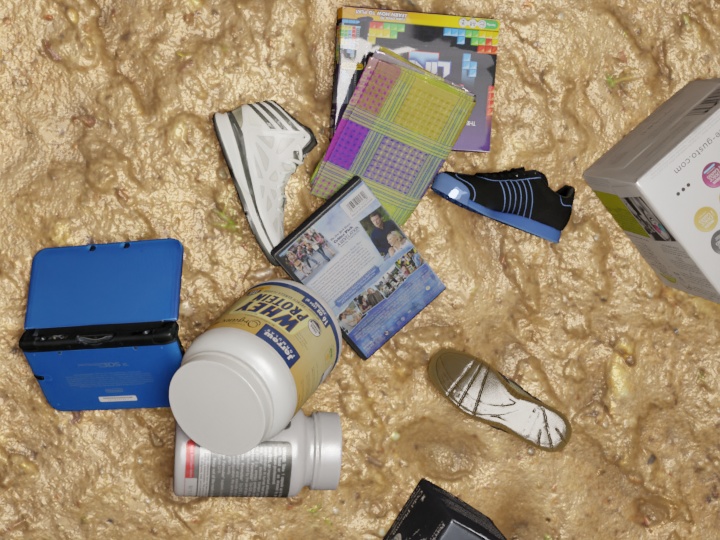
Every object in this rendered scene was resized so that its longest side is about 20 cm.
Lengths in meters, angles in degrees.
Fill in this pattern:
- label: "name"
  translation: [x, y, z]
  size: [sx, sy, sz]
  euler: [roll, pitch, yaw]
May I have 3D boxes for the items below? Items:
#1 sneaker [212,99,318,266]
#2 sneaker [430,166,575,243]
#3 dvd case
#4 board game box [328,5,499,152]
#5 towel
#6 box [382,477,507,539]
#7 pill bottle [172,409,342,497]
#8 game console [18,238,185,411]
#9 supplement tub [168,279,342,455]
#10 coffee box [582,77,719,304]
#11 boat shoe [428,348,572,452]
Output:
- label: "sneaker"
  translation: [-0.096, -0.112, 1.498]
  size: [0.115, 0.076, 0.201]
  euler: [-20, 96, -4]
- label: "sneaker"
  translation: [0.180, -0.099, 1.535]
  size: [0.199, 0.070, 0.078]
  euler: [19, 94, -29]
- label: "dvd case"
  translation: [0.000, 0.000, 1.522]
  size: [0.143, 0.018, 0.200]
  euler: [-41, 119, -3]
- label: "board game box"
  translation: [0.065, -0.234, 1.521]
  size: [0.199, 0.057, 0.166]
  euler: [2, 94, -9]
- label: "towel"
  translation: [0.038, -0.157, 1.485]
  size: [0.143, 0.023, 0.200]
  euler: [20, 115, -17]
- label: "box"
  translation: [0.088, 0.389, 1.515]
  size: [0.124, 0.197, 0.200]
  euler: [32, 90, -10]
- label: "pill bottle"
  translation: [-0.127, 0.220, 1.507]
  size: [0.199, 0.114, 0.114]
  euler: [3, 95, -9]
- label: "game console"
  translation: [-0.294, 0.068, 1.483]
  size: [0.199, 0.119, 0.171]
  euler: [-4, 128, 15]
- label: "supplement tub"
  translation: [-0.121, 0.111, 1.436]
  size: [0.144, 0.200, 0.145]
  euler: [10, 119, 20]
- label: "coffee box"
  translation: [0.432, -0.101, 1.516]
  size: [0.200, 0.200, 0.198]
  euler: [-40, 100, -3]
- label: "boat shoe"
  translation: [0.174, 0.170, 1.573]
  size: [0.200, 0.065, 0.073]
  euler: [34, 83, 9]
